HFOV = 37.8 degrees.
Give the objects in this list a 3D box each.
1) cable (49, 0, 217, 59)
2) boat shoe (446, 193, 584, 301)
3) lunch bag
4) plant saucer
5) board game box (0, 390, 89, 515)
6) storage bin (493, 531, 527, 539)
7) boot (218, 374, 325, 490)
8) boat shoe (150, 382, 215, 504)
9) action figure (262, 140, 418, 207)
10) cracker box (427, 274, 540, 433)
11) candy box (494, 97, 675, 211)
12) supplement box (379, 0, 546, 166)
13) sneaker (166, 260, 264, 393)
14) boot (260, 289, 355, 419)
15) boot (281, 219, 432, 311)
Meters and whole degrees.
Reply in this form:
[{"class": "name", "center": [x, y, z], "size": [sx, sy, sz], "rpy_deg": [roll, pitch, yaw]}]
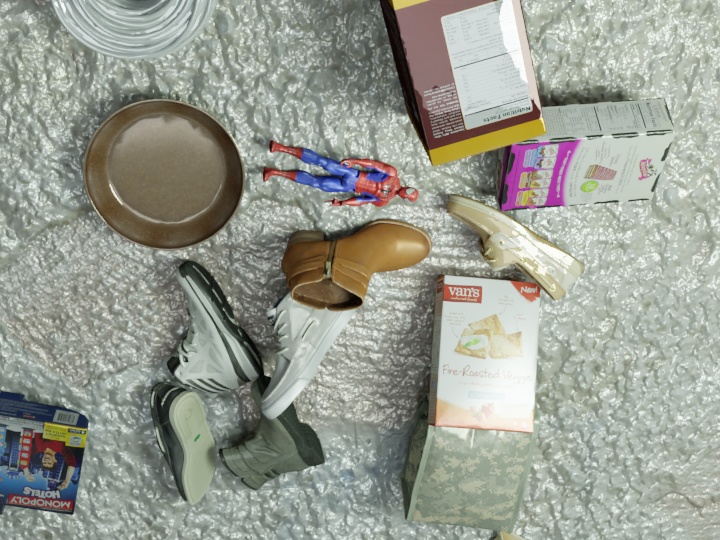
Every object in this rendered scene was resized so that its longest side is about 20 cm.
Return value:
[{"class": "cable", "center": [-0.258, -0.343, 1.198], "size": [0.199, 0.069, 0.200], "rpy_deg": [-16, 116, 4]}, {"class": "boat shoe", "center": [0.191, -0.028, 1.362], "size": [0.200, 0.074, 0.069], "rpy_deg": [31, 91, -3]}, {"class": "lunch bag", "center": [0.153, 0.257, 1.489], "size": [0.164, 0.118, 0.200], "rpy_deg": [8, 119, -7]}, {"class": "plant saucer", "center": [-0.244, -0.123, 1.321], "size": [0.200, 0.037, 0.201], "rpy_deg": [-1, 115, -3]}, {"class": "board game box", "center": [-0.491, 0.271, 1.473], "size": [0.199, 0.062, 0.200], "rpy_deg": [12, 115, -10]}, {"class": "storage bin", "center": [0.273, 0.520, 1.579], "size": [0.200, 0.199, 0.094], "rpy_deg": [31, 113, -18]}, {"class": "boot", "center": [-0.141, 0.237, 1.462], "size": [0.130, 0.068, 0.200], "rpy_deg": [-23, 133, 6]}, {"class": "boat shoe", "center": [-0.252, 0.244, 1.488], "size": [0.067, 0.072, 0.200], "rpy_deg": [14, 127, 29]}, {"class": "action figure", "center": [-0.022, -0.116, 1.338], "size": [0.199, 0.052, 0.066], "rpy_deg": [11, 110, -12]}, {"class": "cracker box", "center": [0.165, 0.111, 1.402], "size": [0.134, 0.058, 0.201], "rpy_deg": [4, 82, -7]}, {"class": "candy box", "center": [0.274, -0.143, 1.309], "size": [0.199, 0.061, 0.137], "rpy_deg": [-4, 147, -3]}, {"class": "supplement box", "center": [0.107, -0.256, 1.197], "size": [0.132, 0.197, 0.200], "rpy_deg": [-16, 115, 1]}, {"class": "sneaker", "center": [-0.220, 0.089, 1.400], "size": [0.115, 0.076, 0.201], "rpy_deg": [-25, 117, 5]}, {"class": "boot", "center": [-0.094, 0.090, 1.378], "size": [0.096, 0.074, 0.200], "rpy_deg": [40, 63, -14]}, {"class": "boot", "center": [0.000, 0.000, 1.332], "size": [0.199, 0.155, 0.074], "rpy_deg": [-5, 115, -2]}]
